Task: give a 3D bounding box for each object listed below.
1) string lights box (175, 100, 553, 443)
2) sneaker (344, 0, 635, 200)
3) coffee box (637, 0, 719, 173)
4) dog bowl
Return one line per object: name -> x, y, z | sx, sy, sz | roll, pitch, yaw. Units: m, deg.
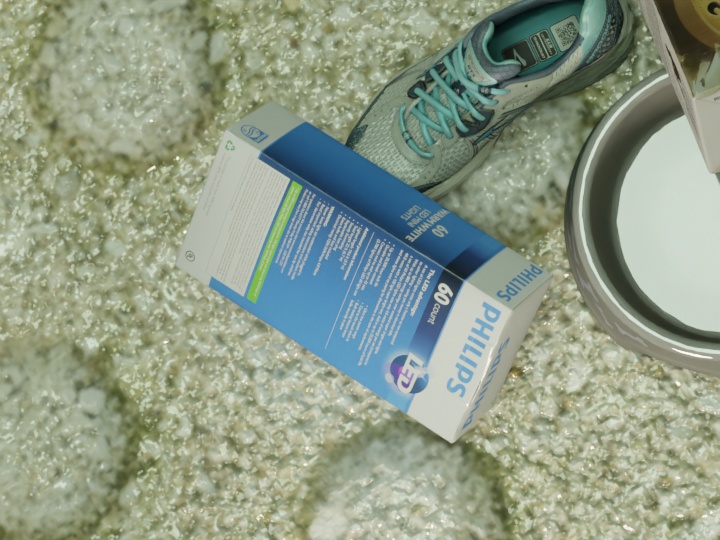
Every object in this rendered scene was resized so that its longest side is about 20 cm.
string lights box -> 0.000, 0.000, 1.677 | 0.200, 0.059, 0.103 | 33, 124, 14
sneaker -> 0.065, -0.112, 1.685 | 0.200, 0.086, 0.078 | -37, 77, 6
coffee box -> 0.211, -0.168, 1.622 | 0.113, 0.080, 0.200 | -19, 55, 3
dog bowl -> 0.212, -0.033, 1.658 | 0.199, 0.059, 0.201 | -1, 83, 12
